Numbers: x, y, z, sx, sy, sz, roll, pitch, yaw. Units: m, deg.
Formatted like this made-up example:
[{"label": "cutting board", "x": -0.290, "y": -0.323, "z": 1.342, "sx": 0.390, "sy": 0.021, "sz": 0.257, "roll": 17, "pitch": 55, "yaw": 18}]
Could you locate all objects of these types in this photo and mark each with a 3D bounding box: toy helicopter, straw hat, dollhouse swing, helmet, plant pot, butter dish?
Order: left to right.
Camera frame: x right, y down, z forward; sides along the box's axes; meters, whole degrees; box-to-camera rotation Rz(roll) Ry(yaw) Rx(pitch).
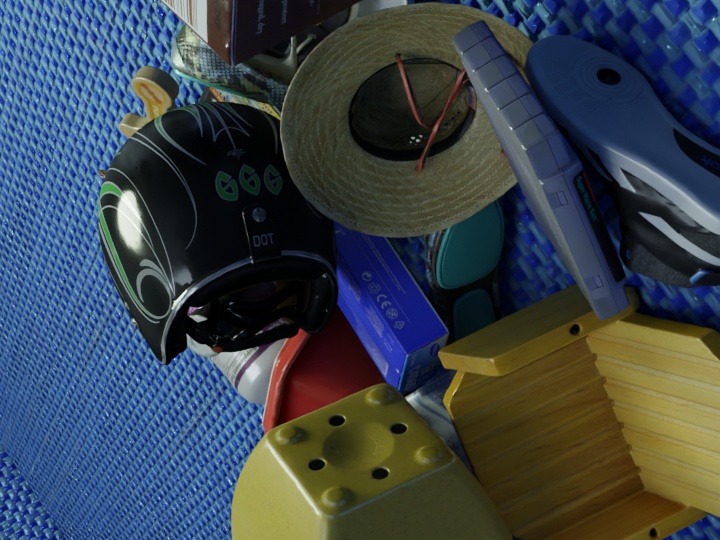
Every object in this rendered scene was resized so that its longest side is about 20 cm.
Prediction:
[{"label": "toy helicopter", "x": -0.190, "y": -0.138, "z": 1.514, "sx": 0.132, "sy": 0.079, "sz": 0.200, "roll": 23, "pitch": 155, "yaw": 14}, {"label": "helmet", "x": -0.114, "y": -0.037, "z": 1.157, "sx": 0.200, "sy": 0.200, "sz": 0.191, "roll": 101, "pitch": 150, "yaw": -54}, {"label": "butter dish", "x": 0.005, "y": 0.099, "z": 1.376, "sx": 0.148, "sy": 0.200, "sz": 0.200, "roll": 26, "pitch": 146, "yaw": 7}, {"label": "plant pot", "x": 0.008, "y": 0.210, "z": 1.180, "sx": 0.196, "sy": 0.194, "sz": 0.200, "roll": 45, "pitch": 150, "yaw": 49}, {"label": "straw hat", "x": 0.036, "y": -0.127, "z": 1.098, "sx": 0.085, "sy": 0.201, "sz": 0.201, "roll": -104, "pitch": 1, "yaw": -56}, {"label": "dollhouse swing", "x": 0.188, "y": 0.136, "z": 1.099, "sx": 0.200, "sy": 0.181, "sz": 0.176, "roll": 67, "pitch": 173, "yaw": -19}]

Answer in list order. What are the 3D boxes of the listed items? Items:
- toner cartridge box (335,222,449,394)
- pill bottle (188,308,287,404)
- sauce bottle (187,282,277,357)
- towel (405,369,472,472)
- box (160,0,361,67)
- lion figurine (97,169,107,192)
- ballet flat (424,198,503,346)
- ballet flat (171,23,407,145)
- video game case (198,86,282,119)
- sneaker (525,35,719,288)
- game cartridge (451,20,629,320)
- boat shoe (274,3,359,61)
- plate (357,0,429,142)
[{"label": "toner cartridge box", "x": 0.000, "y": 0.000, "z": 1.239, "sx": 0.200, "sy": 0.043, "sz": 0.095, "roll": 57, "pitch": 164, "yaw": 19}, {"label": "pill bottle", "x": -0.107, "y": 0.069, "z": 1.566, "sx": 0.200, "sy": 0.112, "sz": 0.112, "roll": 48, "pitch": 152, "yaw": 17}, {"label": "sauce bottle", "x": -0.087, "y": 0.012, "z": 1.290, "sx": 0.065, "sy": 0.200, "sz": 0.065, "roll": 12, "pitch": 121, "yaw": 21}, {"label": "towel", "x": 0.103, "y": 0.144, "z": 1.263, "sx": 0.147, "sy": 0.024, "sz": 0.200, "roll": 37, "pitch": 134, "yaw": -18}, {"label": "box", "x": -0.060, "y": -0.281, "z": 1.014, "sx": 0.166, "sy": 0.200, "sz": 0.164, "roll": 43, "pitch": 150, "yaw": 25}, {"label": "lion figurine", "x": -0.165, "y": -0.072, "z": 1.497, "sx": 0.200, "sy": 0.073, "sz": 0.122, "roll": 2, "pitch": 149, "yaw": 39}, {"label": "ballet flat", "x": 0.078, "y": -0.004, "z": 1.217, "sx": 0.074, "sy": 0.074, "sz": 0.200, "roll": 36, "pitch": 143, "yaw": 36}, {"label": "ballet flat", "x": -0.049, "y": -0.153, "z": 1.149, "sx": 0.200, "sy": 0.074, "sz": 0.074, "roll": 19, "pitch": 151, "yaw": -6}, {"label": "video game case", "x": -0.069, "y": -0.107, "z": 1.360, "sx": 0.200, "sy": 0.025, "sz": 0.181, "roll": 50, "pitch": 161, "yaw": 1}, {"label": "sneaker", "x": 0.177, "y": -0.061, "z": 0.994, "sx": 0.200, "sy": 0.073, "sz": 0.112, "roll": 44, "pitch": 150, "yaw": 22}, {"label": "game cartridge", "x": 0.128, "y": -0.065, "z": 1.008, "sx": 0.130, "sy": 0.038, "sz": 0.200, "roll": 58, "pitch": -179, "yaw": 41}, {"label": "boat shoe", "x": -0.057, "y": -0.198, "z": 1.178, "sx": 0.073, "sy": 0.063, "sz": 0.200, "roll": 55, "pitch": 152, "yaw": 10}, {"label": "plate", "x": -0.008, "y": -0.186, "z": 1.214, "sx": 0.199, "sy": 0.032, "sz": 0.200, "roll": 32, "pitch": 144, "yaw": 42}]
